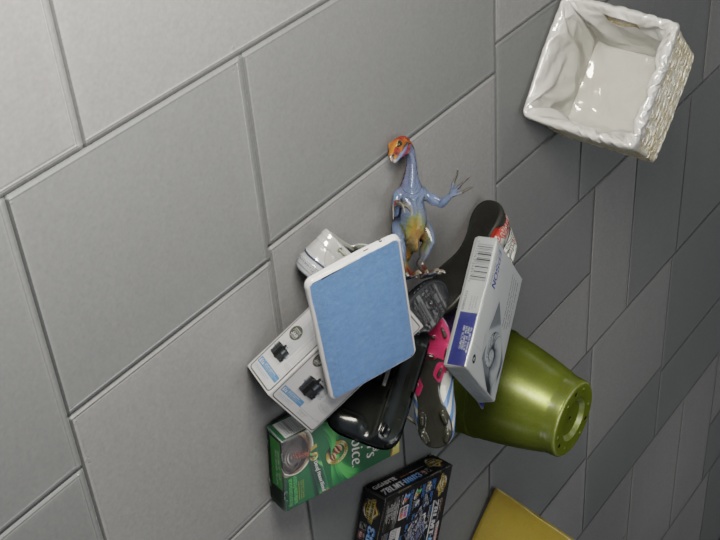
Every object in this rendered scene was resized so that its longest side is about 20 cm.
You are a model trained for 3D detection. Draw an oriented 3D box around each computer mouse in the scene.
[{"bbox_3d":[0.047,0.079,1.589,0.199,0.034,0.059,-40,113,-28],"label":"computer mouse"}]

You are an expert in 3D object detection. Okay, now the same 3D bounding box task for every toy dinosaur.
[{"bbox_3d":[0.055,-0.080,1.594,0.104,0.199,0.185,-7,81,-37],"label":"toy dinosaur"}]

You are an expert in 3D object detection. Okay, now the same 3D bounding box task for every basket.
[{"bbox_3d":[0.387,-0.287,1.832,0.160,0.196,0.203,17,94,-60],"label":"basket"}]

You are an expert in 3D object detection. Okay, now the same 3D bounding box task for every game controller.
[{"bbox_3d":[0.025,0.142,1.588,0.042,0.103,0.202,94,13,-52],"label":"game controller"}]

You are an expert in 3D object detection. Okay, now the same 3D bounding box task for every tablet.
[{"bbox_3d":[0.003,0.058,1.425,0.129,0.014,0.202,-27,135,-18],"label":"tablet"}]

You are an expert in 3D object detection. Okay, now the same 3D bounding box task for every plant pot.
[{"bbox_3d":[0.305,0.560,2.220,0.202,0.194,0.194,-57,147,-5],"label":"plant pot"},{"bbox_3d":[0.268,0.209,1.946,0.200,0.191,0.203,-34,135,-42],"label":"plant pot"}]

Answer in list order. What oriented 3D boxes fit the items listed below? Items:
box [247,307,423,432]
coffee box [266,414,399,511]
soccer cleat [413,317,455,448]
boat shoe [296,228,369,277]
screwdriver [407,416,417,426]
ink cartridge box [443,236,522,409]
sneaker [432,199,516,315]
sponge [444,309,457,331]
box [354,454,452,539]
[{"bbox_3d":[-0.030,0.093,1.482,0.200,0.060,0.117,-43,137,-2],"label":"box"},{"bbox_3d":[-0.033,0.228,1.602,0.198,0.044,0.125,-21,126,-32],"label":"coffee box"},{"bbox_3d":[0.101,0.153,1.706,0.086,0.069,0.204,-63,151,-76],"label":"soccer cleat"},{"bbox_3d":[0.000,0.000,1.522,0.067,0.074,0.199,-53,149,10],"label":"boat shoe"},{"bbox_3d":[0.033,0.178,1.673,0.029,0.028,0.199,-42,128,19],"label":"screwdriver"},{"bbox_3d":[0.190,0.083,1.735,0.200,0.040,0.203,48,53,-58],"label":"ink cartridge box"},{"bbox_3d":[0.175,0.004,1.804,0.203,0.067,0.108,-60,145,-18],"label":"sneaker"},{"bbox_3d":[0.128,0.096,1.822,0.199,0.030,0.113,-31,132,-45],"label":"sponge"},{"bbox_3d":[0.062,0.415,1.892,0.197,0.049,0.203,-14,119,-53],"label":"box"}]
